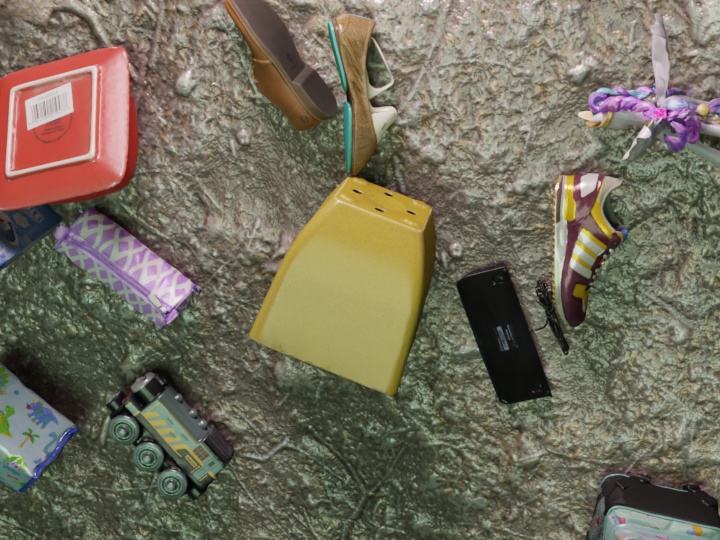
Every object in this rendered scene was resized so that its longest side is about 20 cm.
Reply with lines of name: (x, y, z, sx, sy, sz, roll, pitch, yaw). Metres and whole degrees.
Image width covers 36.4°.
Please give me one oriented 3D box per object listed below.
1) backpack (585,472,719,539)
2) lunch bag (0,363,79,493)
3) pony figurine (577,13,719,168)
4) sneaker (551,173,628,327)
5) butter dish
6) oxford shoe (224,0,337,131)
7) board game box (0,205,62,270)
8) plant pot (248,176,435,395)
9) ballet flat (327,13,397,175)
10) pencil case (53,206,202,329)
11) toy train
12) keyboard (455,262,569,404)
backpack: (0.390, 0.398, 1.471, 0.175, 0.153, 0.201, 10, 121, 2)
lunch bag: (-0.529, 0.239, 1.620, 0.170, 0.128, 0.200, 42, 143, -6)
pony figurine: (0.353, -0.174, 1.233, 0.199, 0.193, 0.167, 16, 81, 6)
sneaker: (0.287, -0.021, 1.360, 0.090, 0.075, 0.201, 1, 113, 17)
butter dish: (-0.358, -0.162, 1.411, 0.199, 0.148, 0.200, -11, 69, 18)
oxford shoe: (-0.114, -0.259, 1.355, 0.071, 0.071, 0.200, -27, 101, 36)
board game box: (-0.515, -0.095, 1.435, 0.043, 0.199, 0.200, -40, 100, 21)
plant pot: (0.000, 0.000, 1.372, 0.194, 0.196, 0.201, 21, 110, 3)
ballet flat: (0.007, -0.218, 1.354, 0.072, 0.068, 0.201, -9, 107, -5)
pencil case: (-0.320, 0.000, 1.494, 0.200, 0.086, 0.084, 37, 113, -3)
toy train: (-0.277, 0.240, 1.591, 0.114, 0.085, 0.200, -38, 98, 11)
keyboard: (0.213, 0.081, 1.448, 0.127, 0.021, 0.201, -14, 109, 23)
